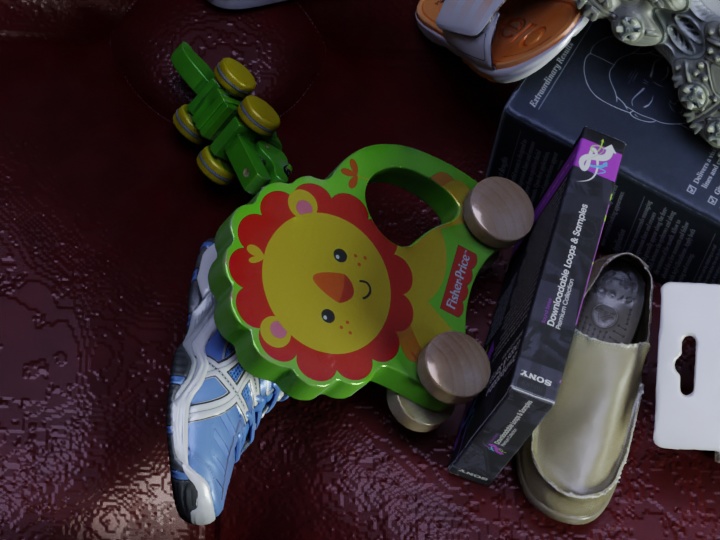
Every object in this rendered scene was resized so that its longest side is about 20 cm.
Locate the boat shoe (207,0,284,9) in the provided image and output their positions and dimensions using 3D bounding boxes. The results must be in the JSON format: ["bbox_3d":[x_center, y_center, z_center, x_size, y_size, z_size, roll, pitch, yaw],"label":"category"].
[{"bbox_3d":[-0.022,-0.238,1.799,0.199,0.062,0.072,-18,65,-17],"label":"boat shoe"}]

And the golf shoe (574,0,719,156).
[{"bbox_3d":[0.234,-0.151,1.653,0.200,0.078,0.097,48,29,-1],"label":"golf shoe"}]

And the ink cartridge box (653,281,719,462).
[{"bbox_3d":[0.293,0.070,1.632,0.199,0.067,0.118,4,82,7],"label":"ink cartridge box"}]

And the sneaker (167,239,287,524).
[{"bbox_3d":[-0.080,0.069,1.606,0.077,0.076,0.201,8,61,2],"label":"sneaker"}]

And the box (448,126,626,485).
[{"bbox_3d":[0.115,0.025,1.623,0.036,0.143,0.201,22,61,-4],"label":"box"}]

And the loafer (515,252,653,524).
[{"bbox_3d":[0.150,0.070,1.645,0.076,0.068,0.201,12,60,0],"label":"loafer"}]

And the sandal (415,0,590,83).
[{"bbox_3d":[0.080,-0.183,1.718,0.079,0.207,0.059,-45,118,-10],"label":"sandal"}]

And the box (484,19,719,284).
[{"bbox_3d":[0.208,-0.091,1.719,0.199,0.107,0.149,29,62,9],"label":"box"}]

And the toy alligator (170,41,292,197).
[{"bbox_3d":[-0.072,-0.081,1.706,0.054,0.059,0.200,16,34,-48],"label":"toy alligator"}]

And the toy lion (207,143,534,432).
[{"bbox_3d":[0.000,0.000,1.613,0.191,0.069,0.201,28,57,-14],"label":"toy lion"}]
